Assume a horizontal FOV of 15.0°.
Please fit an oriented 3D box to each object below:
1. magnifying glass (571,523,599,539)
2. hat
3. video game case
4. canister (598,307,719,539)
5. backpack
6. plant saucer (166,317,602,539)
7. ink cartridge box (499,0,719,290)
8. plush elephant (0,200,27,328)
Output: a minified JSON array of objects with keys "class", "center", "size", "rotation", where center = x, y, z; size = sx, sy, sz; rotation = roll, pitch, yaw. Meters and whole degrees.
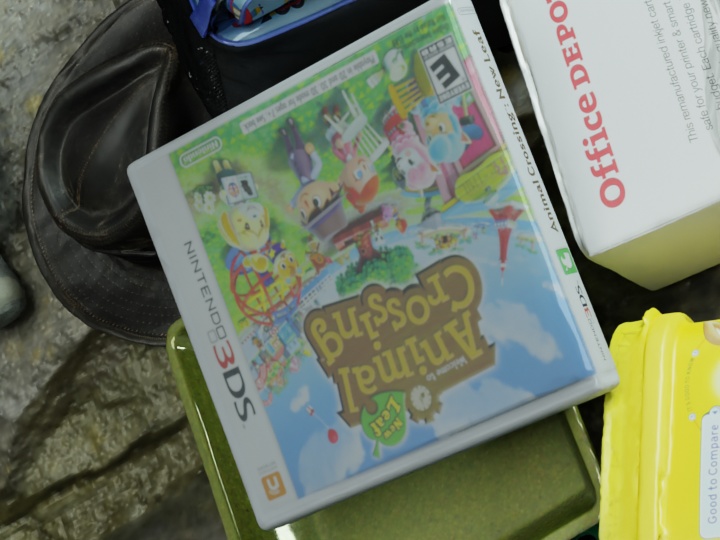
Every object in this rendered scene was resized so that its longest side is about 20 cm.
[{"class":"magnifying glass","center":[0.099,0.121,1.230],"size":[0.080,0.022,0.200],"rotation":[-33,66,19]},{"class":"hat","center":[-0.106,-0.066,1.351],"size":[0.200,0.081,0.201],"rotation":[-8,73,28]},{"class":"video game case","center":[0.000,0.000,1.203],"size":[0.200,0.022,0.182],"rotation":[-25,83,35]},{"class":"canister","center":[0.208,0.081,1.129],"size":[0.200,0.087,0.149],"rotation":[-9,60,26]},{"class":"backpack","center":[-0.024,-0.181,1.288],"size":[0.182,0.135,0.200],"rotation":[-22,57,-5]},{"class":"plant saucer","center":[0.019,0.069,1.254],"size":[0.200,0.048,0.200],"rotation":[-35,62,29]},{"class":"ink cartridge box","center":[0.179,-0.098,1.197],"size":[0.200,0.084,0.145],"rotation":[-24,67,22]},{"class":"plush elephant","center":[-0.279,-0.052,1.400],"size":[0.164,0.155,0.200],"rotation":[-11,73,27]}]
